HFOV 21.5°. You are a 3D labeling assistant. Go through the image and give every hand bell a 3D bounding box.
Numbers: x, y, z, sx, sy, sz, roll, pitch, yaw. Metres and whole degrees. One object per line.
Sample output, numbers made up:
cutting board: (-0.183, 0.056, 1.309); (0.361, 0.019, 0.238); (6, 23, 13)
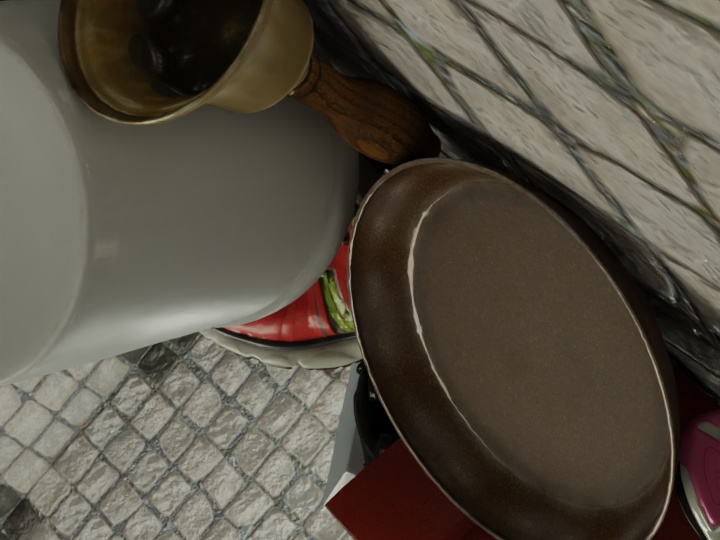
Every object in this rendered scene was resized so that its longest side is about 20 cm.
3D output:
hand bell: (-0.022, -0.083, 0.800); (0.104, 0.104, 0.200); (38, -171, 35)

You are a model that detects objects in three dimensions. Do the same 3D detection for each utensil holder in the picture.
utensil holder: (-0.122, -0.041, 0.851); (0.170, 0.170, 0.200); (39, -154, 18)

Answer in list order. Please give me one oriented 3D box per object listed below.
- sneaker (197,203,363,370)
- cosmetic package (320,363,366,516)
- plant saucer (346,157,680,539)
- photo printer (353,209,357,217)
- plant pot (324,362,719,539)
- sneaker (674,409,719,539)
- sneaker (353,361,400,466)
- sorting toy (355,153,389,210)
sneaker: (0.000, 0.000, 0.994); (0.199, 0.077, 0.085); (1, 121, 18)
cosmetic package: (0.082, 0.131, 1.281); (0.200, 0.052, 0.151); (23, -137, -10)
plant saucer: (0.071, 0.038, 0.847); (0.200, 0.032, 0.201); (31, 136, 36)
photo printer: (-0.034, -0.043, 1.301); (0.166, 0.069, 0.200); (40, 176, 9)
plant pot: (0.127, 0.141, 1.016); (0.200, 0.176, 0.200); (42, 176, -13)
sneaker: (0.206, 0.129, 0.868); (0.200, 0.074, 0.087); (37, 172, -20)
sneaker: (0.038, 0.070, 1.195); (0.201, 0.071, 0.098); (-85, -18, -46)
sorting toy: (0.010, -0.050, 1.102); (0.185, 0.036, 0.200); (42, -179, -17)
